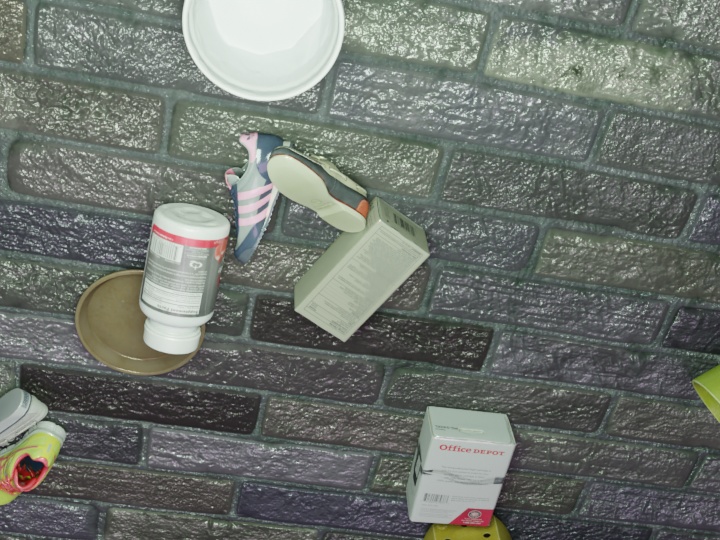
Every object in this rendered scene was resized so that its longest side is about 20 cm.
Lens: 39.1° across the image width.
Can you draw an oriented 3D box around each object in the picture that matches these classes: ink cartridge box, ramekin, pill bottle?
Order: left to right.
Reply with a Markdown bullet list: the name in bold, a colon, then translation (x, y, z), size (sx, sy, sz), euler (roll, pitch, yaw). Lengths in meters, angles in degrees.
- **pill bottle**: translation (-0.258, 0.013, 1.460), size (0.110, 0.111, 0.201), euler (10, 109, -10)
- **ramekin**: translation (-0.119, -0.326, 1.273), size (0.199, 0.105, 0.201), euler (-2, 124, -2)
- **ink cartridge box**: translation (0.168, 0.337, 1.741), size (0.144, 0.084, 0.201), euler (7, 122, -8)

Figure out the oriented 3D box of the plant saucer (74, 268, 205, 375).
- **plant saucer**: translation (-0.339, 0.077, 1.570), size (0.199, 0.030, 0.201), euler (-2, 124, -2)

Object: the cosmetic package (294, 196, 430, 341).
- **cosmetic package**: translation (0.000, 0.000, 1.514), size (0.103, 0.073, 0.200), euler (34, 115, -24)

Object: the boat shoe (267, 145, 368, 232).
- **boat shoe**: translation (-0.055, -0.122, 1.403), size (0.071, 0.063, 0.200), euler (-10, 150, 36)

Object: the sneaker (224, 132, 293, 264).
- **sneaker**: translation (-0.160, -0.106, 1.442), size (0.082, 0.070, 0.201), euler (18, 114, -9)

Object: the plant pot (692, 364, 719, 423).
- **plant pot**: translation (0.677, 0.190, 1.639), size (0.200, 0.187, 0.187), euler (-39, 119, 3)

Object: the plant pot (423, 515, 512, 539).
- **plant pot**: translation (0.202, 0.558, 1.832), size (0.193, 0.196, 0.201), euler (-9, 117, 2)

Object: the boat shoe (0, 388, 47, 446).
- **boat shoe**: translation (-0.592, 0.257, 1.651), size (0.199, 0.072, 0.066), euler (-34, 134, 19)

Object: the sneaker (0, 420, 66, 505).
- **sneaker**: translation (-0.570, 0.337, 1.690), size (0.078, 0.091, 0.200), euler (32, 118, -24)
